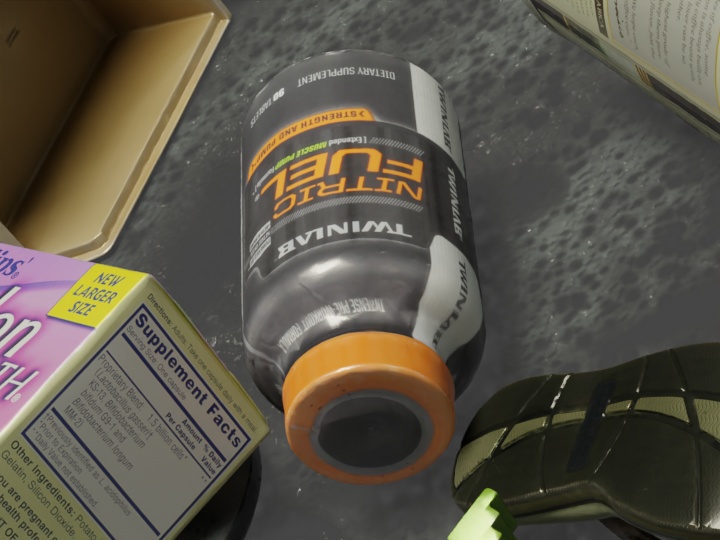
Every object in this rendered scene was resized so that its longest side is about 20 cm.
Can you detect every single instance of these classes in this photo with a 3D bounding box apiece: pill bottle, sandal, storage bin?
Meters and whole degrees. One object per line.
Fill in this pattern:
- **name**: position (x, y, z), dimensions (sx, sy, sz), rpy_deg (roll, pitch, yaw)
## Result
- **pill bottle**: position (0.000, 0.000, 0.961), dimensions (0.106, 0.106, 0.200), rpy_deg (-25, 39, 17)
- **sandal**: position (0.114, 0.074, 0.834), dimensions (0.201, 0.057, 0.080), rpy_deg (-5, 52, 57)
- **storage bin**: position (-0.194, -0.133, 1.184), dimensions (0.094, 0.200, 0.199), rpy_deg (-7, 46, 36)

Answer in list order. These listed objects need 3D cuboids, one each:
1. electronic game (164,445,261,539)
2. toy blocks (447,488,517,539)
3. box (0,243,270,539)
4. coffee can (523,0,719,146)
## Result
- **electronic game**: position (-0.131, 0.130, 0.983), dimensions (0.200, 0.042, 0.200), rpy_deg (-26, 29, 16)
- **toy blocks**: position (0.043, 0.192, 0.746), dimensions (0.137, 0.100, 0.200), rpy_deg (26, 69, 38)
- **box**: position (-0.173, 0.092, 0.939), dimensions (0.200, 0.097, 0.176), rpy_deg (-47, 30, -21)
- **coffee can**: position (0.170, -0.129, 0.922), dimensions (0.146, 0.146, 0.200), rpy_deg (-40, 36, -3)
